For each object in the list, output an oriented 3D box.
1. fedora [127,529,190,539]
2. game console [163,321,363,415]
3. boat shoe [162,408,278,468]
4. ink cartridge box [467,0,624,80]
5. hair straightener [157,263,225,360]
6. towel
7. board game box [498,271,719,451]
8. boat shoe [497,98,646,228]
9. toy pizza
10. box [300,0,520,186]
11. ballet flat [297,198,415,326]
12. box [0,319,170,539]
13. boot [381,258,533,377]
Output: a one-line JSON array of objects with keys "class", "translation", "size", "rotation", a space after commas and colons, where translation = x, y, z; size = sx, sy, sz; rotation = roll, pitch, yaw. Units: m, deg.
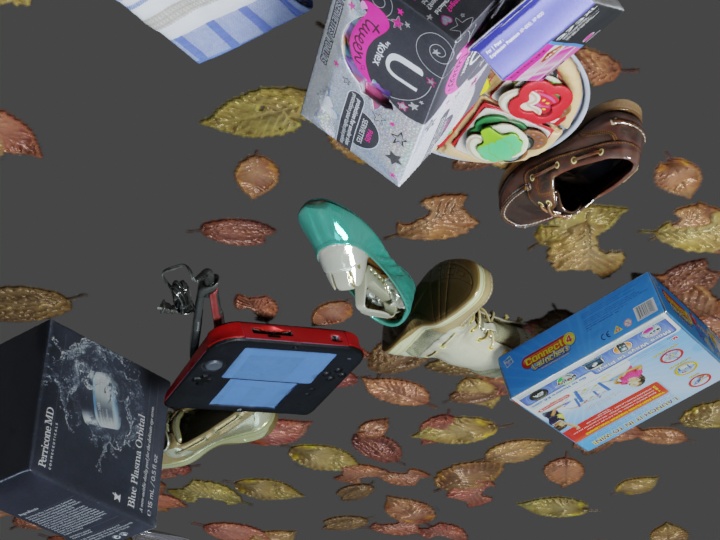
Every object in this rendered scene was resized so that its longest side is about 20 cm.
[{"class": "fedora", "translation": [-0.347, 0.454, 2.456], "size": [0.198, 0.091, 0.177], "rotation": [13, 147, -18]}, {"class": "game console", "translation": [-0.111, 0.120, 1.916], "size": [0.198, 0.031, 0.177], "rotation": [7, 142, -28]}, {"class": "boat shoe", "translation": [-0.202, 0.192, 2.050], "size": [0.198, 0.074, 0.063], "rotation": [-15, 138, 20]}, {"class": "ink cartridge box", "translation": [0.151, -0.193, 1.308], "size": [0.094, 0.037, 0.200], "rotation": [-39, 172, 18]}, {"class": "hair straightener", "translation": [-0.191, 0.049, 1.839], "size": [0.076, 0.041, 0.201], "rotation": [2, 153, 0]}, {"class": "towel", "translation": [-0.151, -0.250, 1.378], "size": [0.146, 0.024, 0.199], "rotation": [-19, 142, 32]}, {"class": "board game box", "translation": [0.285, 0.106, 1.828], "size": [0.199, 0.056, 0.195], "rotation": [-31, 144, 19]}, {"class": "boat shoe", "translation": [0.197, -0.087, 1.574], "size": [0.070, 0.071, 0.200], "rotation": [17, 146, -24]}, {"class": "toy pizza", "translation": [0.109, -0.155, 1.493], "size": [0.197, 0.032, 0.201], "rotation": [4, 146, 3]}, {"class": "box", "translation": [0.045, -0.187, 1.326], "size": [0.114, 0.132, 0.201], "rotation": [35, 148, 10]}, {"class": "ballet flat", "translation": [0.000, 0.000, 1.724], "size": [0.067, 0.071, 0.200], "rotation": [-15, 144, 27]}, {"class": "box", "translation": [-0.339, 0.197, 1.942], "size": [0.117, 0.199, 0.199], "rotation": [-24, 140, 35]}, {"class": "boot", "translation": [0.131, 0.057, 1.809], "size": [0.153, 0.073, 0.200], "rotation": [17, 150, -22]}]
